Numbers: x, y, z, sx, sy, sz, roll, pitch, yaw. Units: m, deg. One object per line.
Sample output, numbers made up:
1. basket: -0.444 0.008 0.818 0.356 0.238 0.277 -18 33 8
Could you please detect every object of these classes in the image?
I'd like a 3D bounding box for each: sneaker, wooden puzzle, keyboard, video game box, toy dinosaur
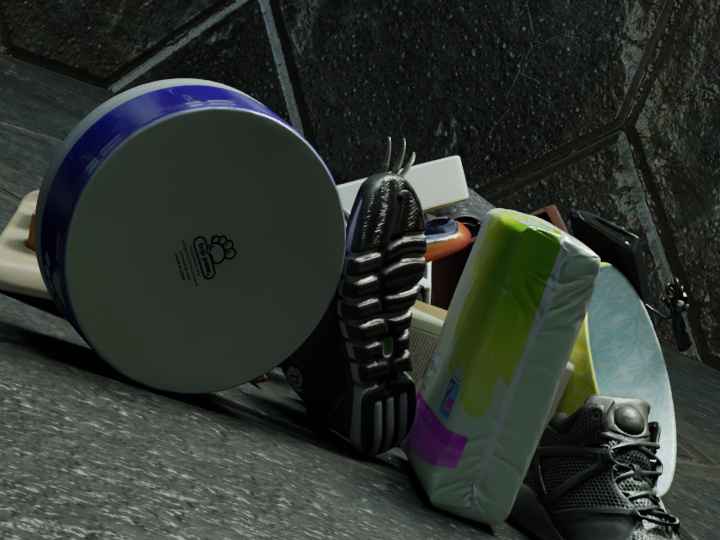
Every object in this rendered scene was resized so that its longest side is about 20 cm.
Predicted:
1. sneaker: 0.178 0.152 1.298 0.076 0.115 0.199 18 9 -31
2. wooden puzzle: -0.182 -0.022 1.480 0.184 0.047 0.200 12 17 -5
3. keyboard: 0.246 0.021 1.705 0.127 0.021 0.200 36 -15 29
4. video game box: -0.027 -0.051 1.713 0.199 0.047 0.182 -15 4 -17
5. sneaker: -0.018 0.024 1.368 0.075 0.202 0.115 -7 16 -44
6. toy dinosaur: 0.000 0.000 1.527 0.180 0.202 0.105 6 -9 -15

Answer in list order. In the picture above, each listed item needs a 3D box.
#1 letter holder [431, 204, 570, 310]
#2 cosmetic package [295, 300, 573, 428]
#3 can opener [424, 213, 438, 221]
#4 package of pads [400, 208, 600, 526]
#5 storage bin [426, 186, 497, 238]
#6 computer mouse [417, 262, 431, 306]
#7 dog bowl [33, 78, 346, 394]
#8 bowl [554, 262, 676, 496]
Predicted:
1. letter holder: 0.149 0.064 1.765 0.101 0.141 0.201 -109 177 -48
2. cosmetic package: 0.059 0.085 1.493 0.199 0.106 0.071 21 7 -38
3. can opener: 0.017 -0.019 1.709 0.053 0.067 0.200 23 13 22
4. package of pads: 0.096 0.061 1.345 0.068 0.201 0.155 20 6 -8
5. storage bin: 0.114 0.011 1.980 0.200 0.135 0.094 34 17 -32
6. computer mouse: 0.036 0.036 1.617 0.044 0.110 0.200 3 20 1
7. dog bowl: -0.113 -0.022 1.290 0.199 0.201 0.079 20 9 -27
8. bowl: 0.183 0.103 1.631 0.107 0.202 0.200 -15 -13 25
